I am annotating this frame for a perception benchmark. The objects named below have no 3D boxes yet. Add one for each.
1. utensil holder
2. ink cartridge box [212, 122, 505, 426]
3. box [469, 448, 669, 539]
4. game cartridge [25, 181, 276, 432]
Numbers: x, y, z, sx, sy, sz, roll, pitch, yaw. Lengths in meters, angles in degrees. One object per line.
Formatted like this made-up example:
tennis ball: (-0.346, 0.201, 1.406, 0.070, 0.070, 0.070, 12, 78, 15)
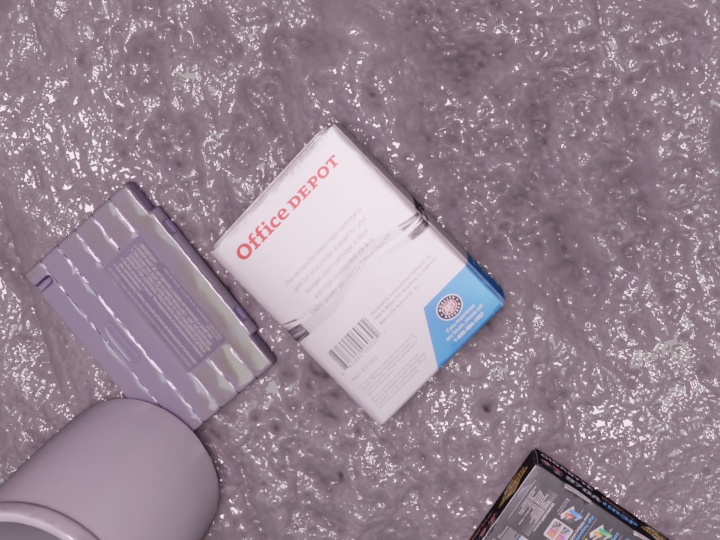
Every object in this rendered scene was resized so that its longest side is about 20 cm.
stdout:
utensil holder: (-0.219, 0.219, 0.926, 0.167, 0.200, 0.173, 5, 111, 14)
ink cartridge box: (0.000, 0.000, 0.946, 0.146, 0.086, 0.200, -44, 91, 9)
box: (0.160, 0.282, 0.995, 0.158, 0.046, 0.201, 33, 100, -1)
game cartridge: (-0.179, 0.038, 0.996, 0.129, 0.038, 0.201, -39, 94, 5)
